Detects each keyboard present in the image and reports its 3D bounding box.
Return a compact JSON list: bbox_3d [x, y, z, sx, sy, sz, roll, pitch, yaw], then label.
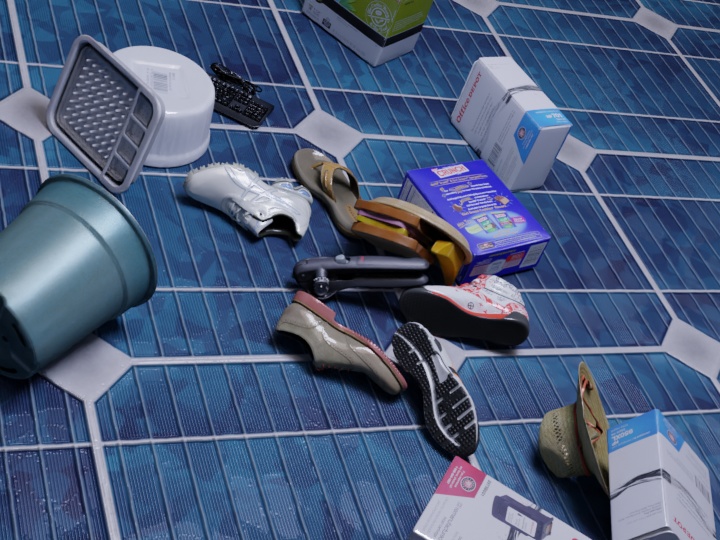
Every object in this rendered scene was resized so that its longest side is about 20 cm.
[{"bbox_3d":[-0.239,-0.315,2.003,0.199,0.040,0.104,27,40,1],"label":"keyboard"}]

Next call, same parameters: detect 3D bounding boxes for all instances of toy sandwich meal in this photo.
[{"bbox_3d":[0.075,-0.042,1.782,0.204,0.205,0.070,27,78,3],"label":"toy sandwich meal"}]

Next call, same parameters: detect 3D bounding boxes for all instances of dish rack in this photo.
[{"bbox_3d":[-0.369,-0.231,1.751,0.200,0.172,0.043,42,30,21],"label":"dish rack"}]

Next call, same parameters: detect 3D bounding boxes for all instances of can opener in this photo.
[{"bbox_3d":[0.000,0.000,1.717,0.199,0.064,0.079,-2,48,6],"label":"can opener"}]

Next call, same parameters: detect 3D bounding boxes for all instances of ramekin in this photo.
[{"bbox_3d":[-0.323,-0.262,1.857,0.199,0.098,0.201,14,40,-12],"label":"ramekin"}]

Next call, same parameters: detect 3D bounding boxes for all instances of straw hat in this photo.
[{"bbox_3d":[0.287,0.231,1.617,0.085,0.201,0.202,-16,38,17],"label":"straw hat"}]

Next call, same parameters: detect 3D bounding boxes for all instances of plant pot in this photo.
[{"bbox_3d":[-0.388,0.017,1.458,0.200,0.201,0.196,33,49,11],"label":"plant pot"}]

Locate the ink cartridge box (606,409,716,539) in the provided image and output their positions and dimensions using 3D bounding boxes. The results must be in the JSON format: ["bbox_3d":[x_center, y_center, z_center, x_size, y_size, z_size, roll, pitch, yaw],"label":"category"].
[{"bbox_3d":[0.393,0.307,1.548,0.145,0.084,0.200,47,31,-26],"label":"ink cartridge box"}]

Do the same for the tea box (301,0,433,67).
[{"bbox_3d":[0.022,-0.530,2.248,0.200,0.197,0.133,39,42,18],"label":"tea box"}]

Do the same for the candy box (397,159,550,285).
[{"bbox_3d":[0.179,-0.083,1.925,0.168,0.077,0.200,-12,52,-34],"label":"candy box"}]

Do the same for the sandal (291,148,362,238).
[{"bbox_3d":[-0.035,-0.132,1.890,0.080,0.054,0.200,-11,51,-35],"label":"sandal"}]

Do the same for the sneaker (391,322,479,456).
[{"bbox_3d":[0.116,0.162,1.628,0.080,0.074,0.201,28,34,-60],"label":"sneaker"}]

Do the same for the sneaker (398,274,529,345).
[{"bbox_3d":[0.153,0.047,1.782,0.200,0.067,0.108,14,32,-6],"label":"sneaker"}]

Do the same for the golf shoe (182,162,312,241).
[{"bbox_3d":[-0.167,-0.098,1.776,0.199,0.078,0.098,11,47,-14],"label":"golf shoe"}]

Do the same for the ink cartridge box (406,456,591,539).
[{"bbox_3d":[0.162,0.343,1.439,0.199,0.085,0.145,31,40,8],"label":"ink cartridge box"}]

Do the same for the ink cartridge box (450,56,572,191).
[{"bbox_3d":[0.264,-0.261,2.109,0.086,0.147,0.200,-9,50,-32],"label":"ink cartridge box"}]

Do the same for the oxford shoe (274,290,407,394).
[{"bbox_3d":[-0.028,0.116,1.629,0.200,0.070,0.075,37,72,7],"label":"oxford shoe"}]
